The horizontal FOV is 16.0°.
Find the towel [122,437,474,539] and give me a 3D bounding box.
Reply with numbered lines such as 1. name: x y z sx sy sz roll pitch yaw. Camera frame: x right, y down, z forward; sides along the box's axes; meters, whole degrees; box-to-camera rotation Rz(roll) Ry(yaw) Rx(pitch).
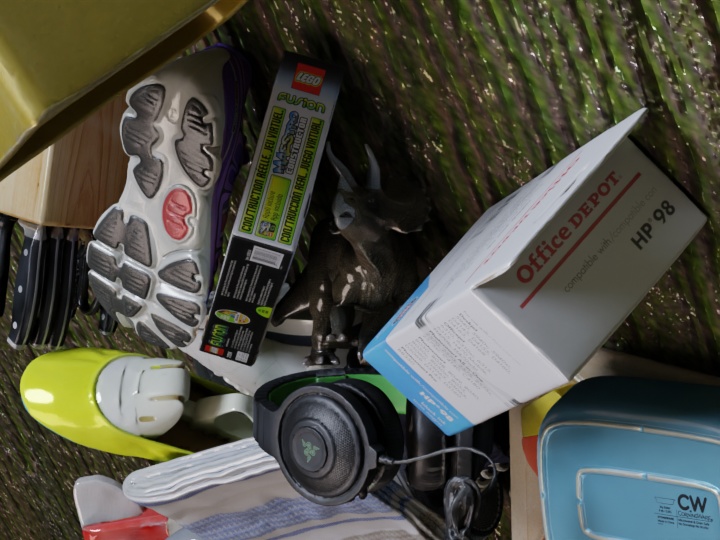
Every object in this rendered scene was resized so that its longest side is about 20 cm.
1. towel: -0.030 0.153 1.547 0.147 0.024 0.200 -16 144 32

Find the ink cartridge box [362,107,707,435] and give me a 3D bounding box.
1. ink cartridge box: 0.089 0.005 1.247 0.067 0.116 0.200 44 158 -5

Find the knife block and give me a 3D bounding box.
1. knife block: -0.183 -0.061 1.506 0.064 0.176 0.200 16 145 47

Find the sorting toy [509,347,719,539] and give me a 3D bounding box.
1. sorting toy: 0.140 0.135 1.387 0.200 0.036 0.186 17 114 50

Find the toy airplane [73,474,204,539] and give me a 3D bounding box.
1. toy airplane: -0.098 0.157 1.748 0.200 0.199 0.141 26 115 38

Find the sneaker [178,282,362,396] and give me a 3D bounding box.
1. sneaker: -0.060 0.053 1.608 0.200 0.076 0.081 9 118 56

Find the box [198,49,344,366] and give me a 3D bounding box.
1. box: -0.051 -0.029 1.415 0.035 0.110 0.200 16 159 -3

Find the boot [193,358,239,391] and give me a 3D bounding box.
1. boot: -0.016 0.119 1.688 0.203 0.073 0.154 32 163 41

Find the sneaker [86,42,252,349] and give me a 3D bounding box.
1. sneaker: -0.095 -0.040 1.466 0.081 0.083 0.200 31 128 15

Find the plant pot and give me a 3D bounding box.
1. plant pot: -0.166 -0.180 1.268 0.200 0.195 0.194 54 157 -3

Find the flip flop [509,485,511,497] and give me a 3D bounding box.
1. flip flop: 0.132 0.200 1.598 0.081 0.058 0.200 28 154 32

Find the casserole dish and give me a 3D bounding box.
1. casserole dish: 0.159 0.119 1.310 0.200 0.039 0.121 5 105 46

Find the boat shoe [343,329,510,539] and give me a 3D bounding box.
1. boat shoe: 0.065 0.111 1.540 0.093 0.075 0.200 8 151 33

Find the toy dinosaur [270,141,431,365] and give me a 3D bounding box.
1. toy dinosaur: 0.000 0.000 1.440 0.077 0.103 0.200 7 169 -10

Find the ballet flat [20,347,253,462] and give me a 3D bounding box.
1. ballet flat: -0.100 0.084 1.523 0.200 0.067 0.067 21 150 -20

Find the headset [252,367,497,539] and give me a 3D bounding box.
1. headset: 0.017 0.103 1.380 0.200 0.123 0.094 -152 61 -64
